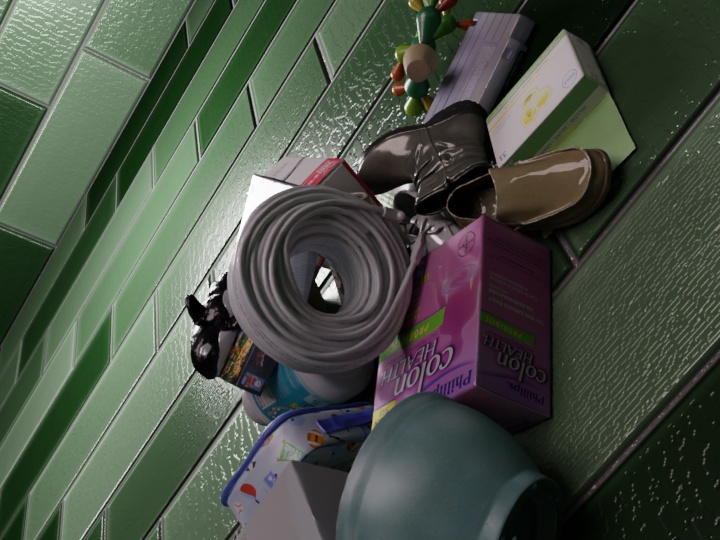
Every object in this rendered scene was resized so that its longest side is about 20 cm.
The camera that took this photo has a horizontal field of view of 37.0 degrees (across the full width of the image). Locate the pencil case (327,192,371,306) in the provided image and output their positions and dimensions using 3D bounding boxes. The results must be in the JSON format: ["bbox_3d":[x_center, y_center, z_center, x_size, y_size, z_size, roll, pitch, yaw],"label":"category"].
[{"bbox_3d":[0.000,0.000,1.289,0.078,0.200,0.089,-22,13,-12],"label":"pencil case"}]

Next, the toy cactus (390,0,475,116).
[{"bbox_3d":[0.091,-0.288,1.451,0.165,0.102,0.200,-74,6,-61],"label":"toy cactus"}]

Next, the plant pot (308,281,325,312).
[{"bbox_3d":[-0.114,0.069,1.556,0.201,0.093,0.201,-48,30,38],"label":"plant pot"}]

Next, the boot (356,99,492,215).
[{"bbox_3d":[0.071,-0.116,1.297,0.200,0.068,0.131,-27,39,31],"label":"boot"}]

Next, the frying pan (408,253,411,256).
[{"bbox_3d":[0.043,0.063,1.243,0.031,0.115,0.190,-11,58,40],"label":"frying pan"}]

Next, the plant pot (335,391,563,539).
[{"bbox_3d":[0.093,0.220,0.943,0.134,0.200,0.201,13,79,37],"label":"plant pot"}]

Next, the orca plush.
[{"bbox_3d":[-0.193,0.042,1.427,0.105,0.071,0.200,-13,52,62],"label":"orca plush"}]

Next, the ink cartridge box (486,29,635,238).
[{"bbox_3d":[0.212,-0.152,1.174,0.146,0.048,0.200,-49,28,31],"label":"ink cartridge box"}]

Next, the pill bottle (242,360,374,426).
[{"bbox_3d":[-0.078,0.141,1.405,0.200,0.111,0.111,-36,38,48],"label":"pill bottle"}]

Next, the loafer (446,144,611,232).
[{"bbox_3d":[0.171,-0.077,1.124,0.200,0.067,0.076,-23,67,44],"label":"loafer"}]

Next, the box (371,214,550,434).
[{"bbox_3d":[0.105,0.077,1.122,0.176,0.097,0.200,-36,39,46],"label":"box"}]

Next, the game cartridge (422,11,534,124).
[{"bbox_3d":[0.146,-0.237,1.392,0.200,0.038,0.130,-64,29,4],"label":"game cartridge"}]

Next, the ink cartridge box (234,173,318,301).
[{"bbox_3d":[-0.106,-0.008,1.276,0.200,0.041,0.200,21,99,65],"label":"ink cartridge box"}]

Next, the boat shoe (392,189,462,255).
[{"bbox_3d":[0.084,-0.039,1.300,0.074,0.065,0.200,-59,26,13],"label":"boat shoe"}]

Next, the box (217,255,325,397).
[{"bbox_3d":[-0.125,0.057,1.407,0.200,0.038,0.137,-65,22,-8],"label":"box"}]

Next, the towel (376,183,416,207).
[{"bbox_3d":[0.016,-0.078,1.509,0.200,0.031,0.149,-64,24,5],"label":"towel"}]

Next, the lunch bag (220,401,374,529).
[{"bbox_3d":[-0.050,0.217,1.204,0.076,0.200,0.160,43,112,27],"label":"lunch bag"}]

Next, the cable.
[{"bbox_3d":[-0.042,0.008,1.121,0.069,0.200,0.200,-32,38,59],"label":"cable"}]

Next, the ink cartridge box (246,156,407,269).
[{"bbox_3d":[-0.046,-0.072,1.418,0.084,0.145,0.200,-47,23,-13],"label":"ink cartridge box"}]

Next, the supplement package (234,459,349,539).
[{"bbox_3d":[-0.041,0.328,1.102,0.200,0.151,0.152,-56,36,21],"label":"supplement package"}]
